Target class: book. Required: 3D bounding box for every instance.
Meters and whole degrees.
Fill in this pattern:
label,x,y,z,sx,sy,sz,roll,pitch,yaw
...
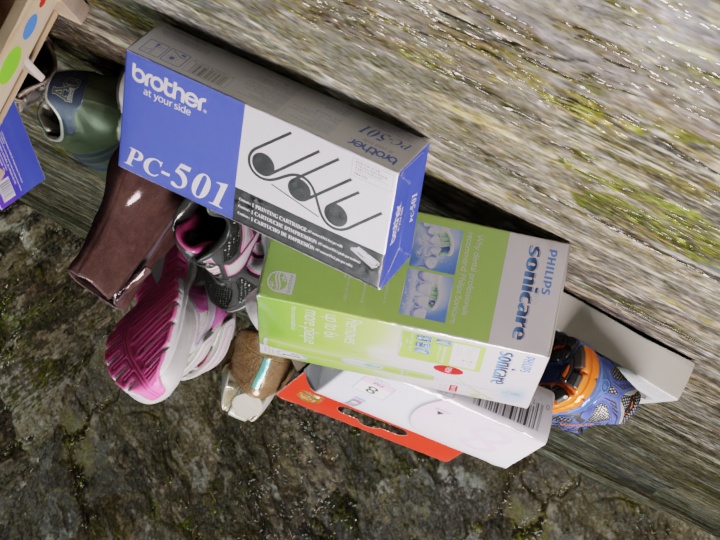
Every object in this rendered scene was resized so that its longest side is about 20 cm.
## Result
label,x,y,z,sx,sy,sz,roll,pitch,yaw
book,0.175,0.061,1.786,0.133,0.048,0.200,29,173,-10

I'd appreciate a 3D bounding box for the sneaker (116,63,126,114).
label,x,y,z,sx,sy,sz,roll,pitch,yaw
sneaker,-0.076,-0.082,1.507,0.200,0.074,0.079,32,168,-38

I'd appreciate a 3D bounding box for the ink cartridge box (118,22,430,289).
label,x,y,z,sx,sy,sz,roll,pitch,yaw
ink cartridge box,-0.058,-0.073,1.384,0.199,0.044,0.094,25,132,19

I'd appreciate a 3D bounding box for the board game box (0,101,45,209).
label,x,y,z,sx,sy,sz,roll,pitch,yaw
board game box,-0.319,-0.153,1.619,0.134,0.045,0.201,23,141,43

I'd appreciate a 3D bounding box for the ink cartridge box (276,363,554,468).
label,x,y,z,sx,sy,sz,roll,pitch,yaw
ink cartridge box,0.035,0.112,1.684,0.162,0.057,0.200,23,149,-14

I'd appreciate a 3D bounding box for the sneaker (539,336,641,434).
label,x,y,z,sx,sy,sz,roll,pitch,yaw
sneaker,0.151,0.098,1.733,0.078,0.076,0.200,29,171,-19

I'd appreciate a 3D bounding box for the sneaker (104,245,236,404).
label,x,y,z,sx,sy,sz,roll,pitch,yaw
sneaker,-0.140,0.047,1.749,0.088,0.081,0.200,46,-154,-20

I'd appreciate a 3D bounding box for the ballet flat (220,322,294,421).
label,x,y,z,sx,sy,sz,roll,pitch,yaw
ballet flat,-0.088,0.089,1.833,0.067,0.073,0.200,20,172,-6

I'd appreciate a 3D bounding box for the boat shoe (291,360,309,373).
label,x,y,z,sx,sy,sz,roll,pitch,yaw
boat shoe,0.014,0.018,1.775,0.072,0.199,0.068,-38,76,45

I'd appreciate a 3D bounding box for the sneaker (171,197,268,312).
label,x,y,z,sx,sy,sz,roll,pitch,yaw
sneaker,-0.106,-0.031,1.654,0.080,0.086,0.200,48,151,24

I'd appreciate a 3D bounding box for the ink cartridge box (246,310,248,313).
label,x,y,z,sx,sy,sz,roll,pitch,yaw
ink cartridge box,-0.072,0.049,1.971,0.199,0.047,0.160,22,175,21

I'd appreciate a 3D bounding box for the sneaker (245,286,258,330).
label,x,y,z,sx,sy,sz,roll,pitch,yaw
sneaker,0.000,0.000,1.677,0.075,0.081,0.200,46,-144,13

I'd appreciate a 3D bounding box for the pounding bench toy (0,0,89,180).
label,x,y,z,sx,sy,sz,roll,pitch,yaw
pounding bench toy,-0.310,-0.160,1.440,0.199,0.157,0.124,26,175,10

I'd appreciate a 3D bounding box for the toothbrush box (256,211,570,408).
label,x,y,z,sx,sy,sz,roll,pitch,yaw
toothbrush box,0.033,0.020,1.511,0.199,0.087,0.146,11,163,1

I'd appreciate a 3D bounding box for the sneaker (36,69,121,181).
label,x,y,z,sx,sy,sz,roll,pitch,yaw
sneaker,-0.217,-0.121,1.784,0.089,0.067,0.200,17,168,-4

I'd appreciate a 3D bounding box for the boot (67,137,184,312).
label,x,y,z,sx,sy,sz,roll,pitch,yaw
boot,-0.156,-0.046,1.713,0.072,0.167,0.200,25,175,18

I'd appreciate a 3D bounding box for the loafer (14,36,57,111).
label,x,y,z,sx,sy,sz,roll,pitch,yaw
loafer,-0.266,-0.162,1.710,0.063,0.072,0.200,19,170,9
